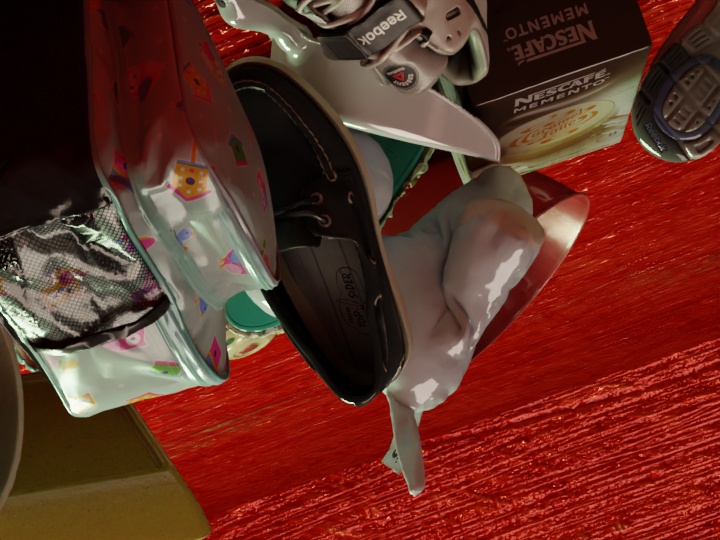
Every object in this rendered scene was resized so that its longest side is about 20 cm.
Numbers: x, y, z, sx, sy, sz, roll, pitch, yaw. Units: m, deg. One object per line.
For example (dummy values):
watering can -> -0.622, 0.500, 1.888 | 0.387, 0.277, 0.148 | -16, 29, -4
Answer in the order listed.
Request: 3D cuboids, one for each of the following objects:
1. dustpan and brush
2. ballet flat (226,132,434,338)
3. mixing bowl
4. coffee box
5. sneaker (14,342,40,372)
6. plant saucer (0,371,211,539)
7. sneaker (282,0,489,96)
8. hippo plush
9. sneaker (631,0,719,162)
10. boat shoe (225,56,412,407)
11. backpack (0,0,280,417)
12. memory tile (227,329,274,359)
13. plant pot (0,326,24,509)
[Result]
dustpan and brush -> -0.021, -0.114, 1.003 | 0.139, 0.058, 0.199 | 20, -172, 41
ballet flat -> -0.018, -0.035, 1.187 | 0.200, 0.076, 0.064 | -47, -175, -1
mixing bowl -> 0.073, -0.018, 1.398 | 0.200, 0.108, 0.201 | -42, 163, -16
coffee box -> 0.106, -0.124, 1.116 | 0.113, 0.081, 0.200 | -19, 168, 0
sneaker -> -0.177, 0.038, 1.445 | 0.198, 0.078, 0.086 | -13, 164, -21
plant saucer -> -0.234, 0.136, 1.350 | 0.198, 0.200, 0.049 | -6, 126, -31
sneaker -> 0.012, -0.137, 0.922 | 0.074, 0.089, 0.199 | -24, 165, 34
hippo plush -> 0.000, 0.000, 1.108 | 0.160, 0.202, 0.159 | 28, 180, -10
sneaker -> 0.227, -0.156, 1.082 | 0.200, 0.074, 0.087 | -48, -173, 5
boat shoe -> -0.030, -0.015, 0.966 | 0.074, 0.201, 0.066 | -11, -158, 18
backpack -> -0.120, -0.033, 0.876 | 0.152, 0.177, 0.201 | -14, 138, -2
memory tile -> -0.079, 0.025, 1.392 | 0.152, 0.017, 0.200 | -31, 164, 15
plant pot -> -0.362, 0.096, 1.231 | 0.182, 0.203, 0.200 | -10, 171, 23
